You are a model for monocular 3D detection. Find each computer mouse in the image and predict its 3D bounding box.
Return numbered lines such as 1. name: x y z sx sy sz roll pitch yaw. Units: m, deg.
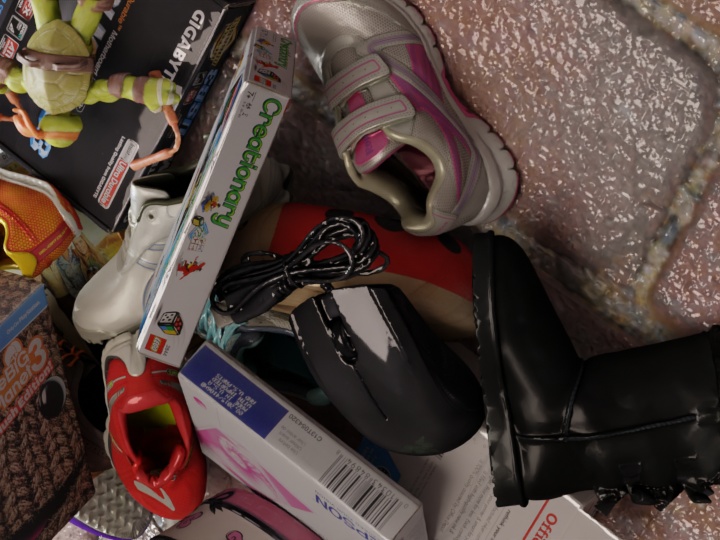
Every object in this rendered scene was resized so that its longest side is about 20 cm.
1. computer mouse: 0.002 0.061 1.553 0.138 0.053 0.200 -25 121 36

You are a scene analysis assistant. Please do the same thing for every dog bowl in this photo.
1. dog bowl: -0.060 0.241 1.746 0.200 0.074 0.200 38 161 16

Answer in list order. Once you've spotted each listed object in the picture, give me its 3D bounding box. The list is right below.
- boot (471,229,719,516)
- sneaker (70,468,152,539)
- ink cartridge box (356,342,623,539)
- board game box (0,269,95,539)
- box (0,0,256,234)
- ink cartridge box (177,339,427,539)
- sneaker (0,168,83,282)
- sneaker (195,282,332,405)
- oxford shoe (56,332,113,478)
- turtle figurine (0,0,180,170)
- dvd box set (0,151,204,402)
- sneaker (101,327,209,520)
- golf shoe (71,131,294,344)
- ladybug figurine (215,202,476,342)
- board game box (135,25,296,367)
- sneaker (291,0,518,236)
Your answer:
1. boot: 0.158 0.064 1.544 0.161 0.073 0.200 -7 101 8
2. sneaker: -0.254 0.151 1.892 0.199 0.070 0.100 32 158 -2
3. ink cartridge box: 0.099 0.154 1.653 0.200 0.068 0.116 38 127 15
4. board game box: -0.290 0.120 1.705 0.096 0.160 0.201 15 133 29
5. box: -0.200 -0.164 1.706 0.198 0.050 0.201 38 116 16
6. ink cartridge box: -0.036 0.156 1.687 0.196 0.043 0.200 36 161 20
7. sneaker: -0.286 -0.039 1.755 0.199 0.077 0.073 12 140 52
8. sneaker: -0.077 0.037 1.706 0.199 0.086 0.078 22 121 28
9. oxford shoe: -0.237 0.064 1.803 0.072 0.071 0.201 -26 106 34
10. turtle figurine: -0.213 -0.154 1.649 0.199 0.064 0.163 10 103 27
11. dvd box set: -0.220 -0.005 1.819 0.146 0.029 0.201 -24 96 38
12. sneaker: -0.152 0.129 1.732 0.076 0.085 0.201 -11 139 -1
13. golf shoe: -0.144 -0.030 1.689 0.200 0.079 0.097 -37 128 16
14. ladybug figurine: 0.000 0.000 1.620 0.198 0.136 0.073 11 84 4
15. board game box: -0.094 -0.050 1.572 0.034 0.126 0.201 21 110 -8
16. sneaker: 0.019 -0.107 1.580 0.200 0.088 0.081 51 128 5
